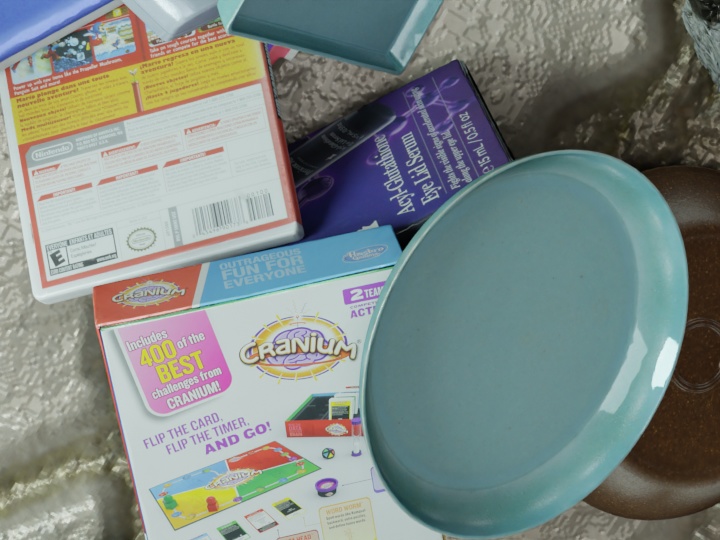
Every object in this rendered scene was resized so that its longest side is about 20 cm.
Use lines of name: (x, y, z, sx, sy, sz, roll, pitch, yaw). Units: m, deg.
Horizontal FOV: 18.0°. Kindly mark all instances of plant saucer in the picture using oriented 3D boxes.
plant saucer: (0.077, 0.034, 1.108, 0.199, 0.027, 0.202, -16, 118, -31)
plant saucer: (-0.009, -0.142, 1.151, 0.019, 0.200, 0.070, 36, 103, 23)
plant saucer: (0.180, 0.044, 1.260, 0.199, 0.037, 0.203, -4, 101, -22)

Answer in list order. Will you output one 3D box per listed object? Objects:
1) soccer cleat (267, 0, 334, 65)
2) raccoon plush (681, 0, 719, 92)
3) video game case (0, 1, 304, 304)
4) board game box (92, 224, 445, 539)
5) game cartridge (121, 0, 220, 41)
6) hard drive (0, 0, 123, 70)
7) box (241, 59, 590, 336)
soccer cleat: (-0.069, -0.131, 1.202, 0.076, 0.067, 0.201, 32, 104, -9)
raccoon plush: (0.240, -0.151, 1.178, 0.133, 0.097, 0.200, -30, 145, 1)
video game case: (-0.115, -0.095, 1.166, 0.142, 0.017, 0.202, -14, 76, 9)
board game box: (-0.040, 0.088, 1.127, 0.152, 0.040, 0.202, -11, 119, -5)
game cartridge: (-0.064, -0.216, 1.133, 0.133, 0.040, 0.200, 44, 69, -7)
hard drive: (-0.183, -0.179, 1.167, 0.199, 0.025, 0.133, -28, 80, 4)
box: (0.000, 0.000, 1.195, 0.199, 0.148, 0.105, -27, 119, 3)
